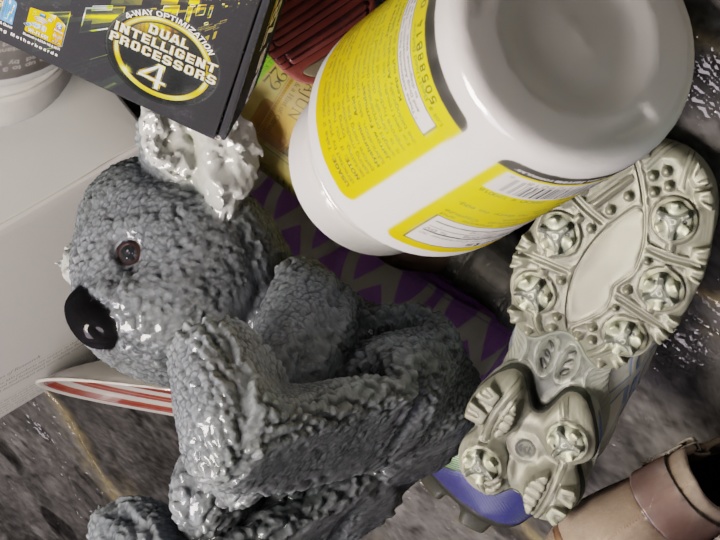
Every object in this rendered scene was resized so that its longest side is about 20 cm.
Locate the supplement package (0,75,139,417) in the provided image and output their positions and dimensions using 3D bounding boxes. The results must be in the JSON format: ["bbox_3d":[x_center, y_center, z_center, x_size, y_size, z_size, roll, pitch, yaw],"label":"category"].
[{"bbox_3d":[-0.190,-0.030,1.552,0.121,0.120,0.200,51,158,21],"label":"supplement package"}]

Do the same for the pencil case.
[{"bbox_3d":[0.000,0.000,1.423,0.200,0.084,0.086,34,128,12],"label":"pencil case"}]

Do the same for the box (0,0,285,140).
[{"bbox_3d":[-0.119,-0.158,1.204,0.200,0.049,0.161,26,135,2],"label":"box"}]

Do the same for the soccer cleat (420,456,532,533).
[{"bbox_3d":[0.026,0.045,1.492,0.200,0.065,0.084,42,124,9],"label":"soccer cleat"}]

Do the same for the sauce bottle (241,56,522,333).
[{"bbox_3d":[0.008,-0.045,1.359,0.200,0.065,0.065,36,153,8],"label":"sauce bottle"}]

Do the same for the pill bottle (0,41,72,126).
[{"bbox_3d":[-0.175,-0.157,1.377,0.114,0.114,0.200,36,152,11],"label":"pill bottle"}]

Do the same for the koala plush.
[{"bbox_3d":[-0.063,0.027,1.342,0.200,0.183,0.178,53,142,23],"label":"koala plush"}]

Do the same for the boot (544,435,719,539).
[{"bbox_3d":[0.150,0.125,1.391,0.146,0.200,0.070,-41,76,29],"label":"boot"}]

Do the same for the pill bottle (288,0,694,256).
[{"bbox_3d":[0.044,-0.069,1.220,0.111,0.111,0.200,45,153,-8],"label":"pill bottle"}]

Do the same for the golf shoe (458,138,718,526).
[{"bbox_3d":[0.106,0.013,1.303,0.078,0.097,0.200,32,124,8],"label":"golf shoe"}]

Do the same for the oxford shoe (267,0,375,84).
[{"bbox_3d":[-0.051,-0.171,1.262,0.075,0.070,0.200,38,156,52],"label":"oxford shoe"}]

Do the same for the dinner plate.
[{"bbox_3d":[-0.074,0.066,1.578,0.199,0.024,0.200,6,172,1],"label":"dinner plate"}]
